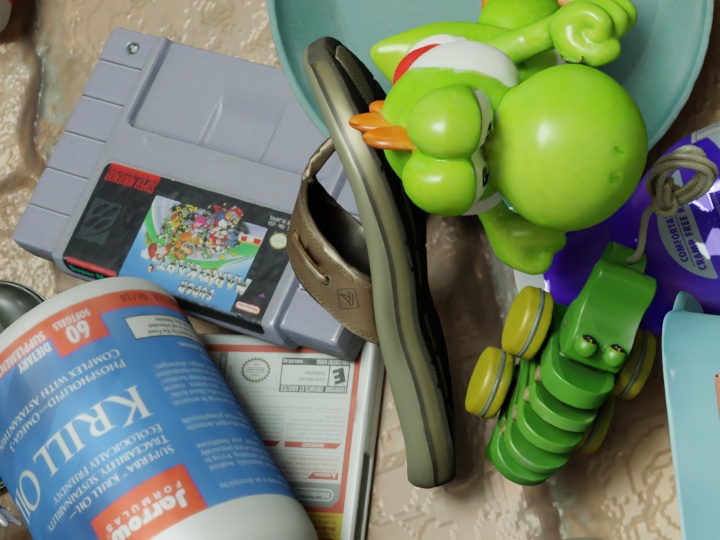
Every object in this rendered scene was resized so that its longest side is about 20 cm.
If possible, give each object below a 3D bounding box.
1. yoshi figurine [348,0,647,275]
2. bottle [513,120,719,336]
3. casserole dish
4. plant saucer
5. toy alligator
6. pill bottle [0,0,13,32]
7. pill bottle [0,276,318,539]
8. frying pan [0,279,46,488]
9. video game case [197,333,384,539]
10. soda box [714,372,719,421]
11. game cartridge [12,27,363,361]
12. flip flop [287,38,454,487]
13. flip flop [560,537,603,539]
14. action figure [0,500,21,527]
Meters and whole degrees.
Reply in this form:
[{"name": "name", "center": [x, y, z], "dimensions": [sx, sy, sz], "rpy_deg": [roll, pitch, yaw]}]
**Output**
[{"name": "yoshi figurine", "center": [0.071, -0.059, 0.847], "dimensions": [0.112, 0.200, 0.113], "rpy_deg": [-28, 100, 19]}, {"name": "bottle", "center": [0.162, -0.022, 0.908], "dimensions": [0.199, 0.065, 0.084], "rpy_deg": [-22, 75, 21]}, {"name": "casserole dish", "center": [0.155, 0.105, 0.845], "dimensions": [0.039, 0.121, 0.202], "rpy_deg": [-10, 75, 18]}, {"name": "plant saucer", "center": [0.058, -0.126, 0.954], "dimensions": [0.198, 0.036, 0.201], "rpy_deg": [4, 109, 12]}, {"name": "toy alligator", "center": [0.092, 0.034, 0.882], "dimensions": [0.054, 0.059, 0.200], "rpy_deg": [-78, 12, -45]}, {"name": "pill bottle", "center": [-0.220, -0.232, 1.141], "dimensions": [0.108, 0.109, 0.202], "rpy_deg": [6, 79, 28]}, {"name": "pill bottle", "center": [-0.086, 0.110, 0.954], "dimensions": [0.112, 0.112, 0.200], "rpy_deg": [-41, 61, 11]}, {"name": "frying pan", "center": [-0.216, 0.092, 1.097], "dimensions": [0.114, 0.031, 0.191], "rpy_deg": [23, 84, 32]}, {"name": "video game case", "center": [-0.064, 0.130, 1.012], "dimensions": [0.142, 0.017, 0.202], "rpy_deg": [0, 76, 27]}, {"name": "soda box", "center": [0.190, 0.081, 0.788], "dimensions": [0.068, 0.200, 0.064], "rpy_deg": [-12, 71, 21]}, {"name": "game cartridge", "center": [-0.066, -0.040, 1.041], "dimensions": [0.199, 0.038, 0.130], "rpy_deg": [16, 71, 30]}, {"name": "flip flop", "center": [0.000, 0.000, 0.936], "dimensions": [0.057, 0.081, 0.201], "rpy_deg": [-10, 105, 10]}, {"name": "flip flop", "center": [0.035, 0.148, 0.871], "dimensions": [0.081, 0.199, 0.058], "rpy_deg": [62, 146, 36]}, {"name": "action figure", "center": [-0.210, 0.146, 1.006], "dimensions": [0.130, 0.069, 0.201], "rpy_deg": [32, 117, 38]}]
